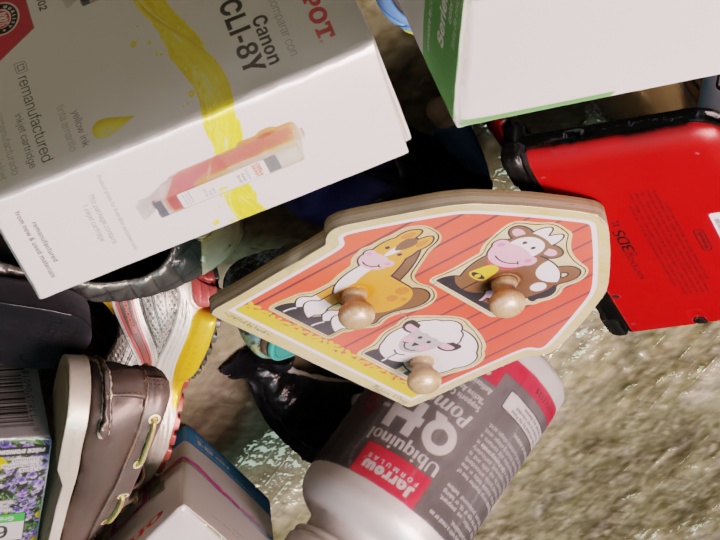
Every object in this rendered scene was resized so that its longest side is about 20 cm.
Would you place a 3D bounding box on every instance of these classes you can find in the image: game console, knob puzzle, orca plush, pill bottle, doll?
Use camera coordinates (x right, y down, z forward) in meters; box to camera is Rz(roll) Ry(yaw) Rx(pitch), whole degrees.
[{"bbox_3d":[0.143,-0.061,1.176,0.171,0.119,0.200,-9,148,22],"label":"game console"},{"bbox_3d":[0.050,0.017,1.145,0.218,0.031,0.220,-5,148,-3],"label":"knob puzzle"},{"bbox_3d":[-0.002,0.107,1.396,0.105,0.071,0.200,-30,142,10],"label":"orca plush"},{"bbox_3d":[0.033,0.126,1.330,0.200,0.110,0.111,-54,148,-18],"label":"pill bottle"},{"bbox_3d":[0.019,-0.039,1.203,0.199,0.048,0.137,24,83,-34],"label":"doll"}]

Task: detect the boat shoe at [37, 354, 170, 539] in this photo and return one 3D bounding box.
[{"bbox_3d":[-0.153,0.115,1.228,0.059,0.072,0.200,1,144,-14],"label":"boat shoe"}]

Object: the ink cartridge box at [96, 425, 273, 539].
[{"bbox_3d":[-0.130,0.192,1.306,0.145,0.200,0.085,-45,100,3],"label":"ink cartridge box"}]

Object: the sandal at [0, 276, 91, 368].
[{"bbox_3d":[-0.240,0.028,1.131,0.199,0.043,0.076,5,143,-18],"label":"sandal"}]

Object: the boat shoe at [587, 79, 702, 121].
[{"bbox_3d":[0.171,-0.100,1.222,0.072,0.076,0.200,-37,140,22],"label":"boat shoe"}]

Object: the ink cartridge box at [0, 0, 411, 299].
[{"bbox_3d":[-0.094,-0.096,1.040,0.199,0.146,0.084,-22,142,-1],"label":"ink cartridge box"}]

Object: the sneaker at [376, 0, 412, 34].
[{"bbox_3d":[0.105,-0.170,1.108,0.198,0.071,0.083,-9,147,-12],"label":"sneaker"}]

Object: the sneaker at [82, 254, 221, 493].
[{"bbox_3d":[-0.148,0.059,1.275,0.082,0.078,0.201,6,128,-20],"label":"sneaker"}]

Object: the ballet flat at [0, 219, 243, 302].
[{"bbox_3d":[-0.159,-0.016,1.166,0.198,0.067,0.057,-5,173,-18],"label":"ballet flat"}]

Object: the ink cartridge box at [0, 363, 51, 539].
[{"bbox_3d":[-0.224,0.118,1.266,0.050,0.109,0.201,-3,140,-18],"label":"ink cartridge box"}]

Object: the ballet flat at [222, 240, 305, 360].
[{"bbox_3d":[0.000,0.000,1.264,0.199,0.074,0.074,-11,146,-44],"label":"ballet flat"}]

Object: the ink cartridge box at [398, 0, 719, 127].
[{"bbox_3d":[0.081,-0.176,0.984,0.144,0.201,0.088,-12,139,-11],"label":"ink cartridge box"}]

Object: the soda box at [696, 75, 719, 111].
[{"bbox_3d":[0.238,-0.133,1.164,0.068,0.064,0.201,-6,118,-31],"label":"soda box"}]
